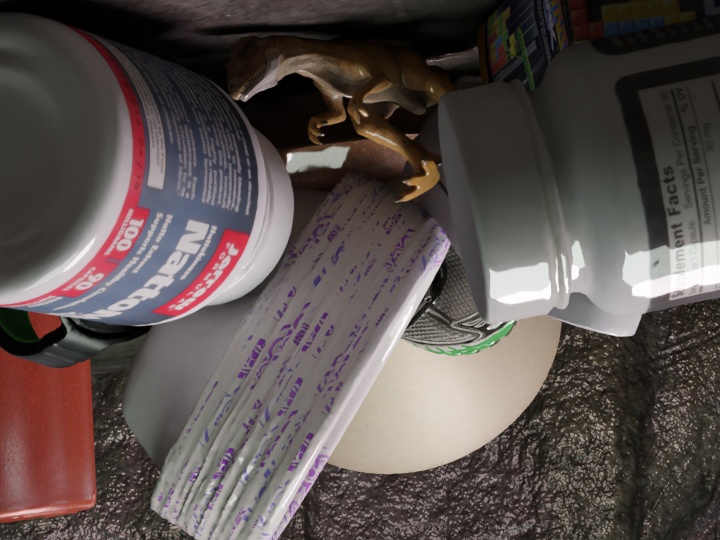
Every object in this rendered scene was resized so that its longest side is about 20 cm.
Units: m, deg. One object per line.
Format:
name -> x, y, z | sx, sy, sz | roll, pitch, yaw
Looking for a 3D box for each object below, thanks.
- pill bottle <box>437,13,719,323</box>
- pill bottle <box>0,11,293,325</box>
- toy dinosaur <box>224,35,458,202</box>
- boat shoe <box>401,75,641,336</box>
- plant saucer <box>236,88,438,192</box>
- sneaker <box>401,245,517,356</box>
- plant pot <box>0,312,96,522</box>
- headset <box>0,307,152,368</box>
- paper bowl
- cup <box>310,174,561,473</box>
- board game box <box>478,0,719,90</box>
pill bottle -> 0.137, -0.045, 1.074 | 0.199, 0.113, 0.113 | -11, 175, -3
pill bottle -> -0.109, -0.037, 1.154 | 0.119, 0.120, 0.200 | -11, 171, 23
toy dinosaur -> 0.019, -0.088, 1.259 | 0.060, 0.106, 0.200 | -51, 153, 21
boat shoe -> 0.078, -0.036, 1.270 | 0.073, 0.065, 0.200 | 9, -158, -33
plant saucer -> -0.027, -0.070, 1.446 | 0.200, 0.037, 0.200 | -8, 175, -1
sneaker -> 0.000, 0.000, 1.449 | 0.200, 0.078, 0.085 | 8, 180, 32
plant pot -> -0.240, 0.054, 1.571 | 0.200, 0.196, 0.201 | -9, 175, -1
headset -> -0.135, -0.032, 1.335 | 0.094, 0.124, 0.200 | 21, 142, -38
paper bowl -> -0.044, 0.038, 1.330 | 0.104, 0.201, 0.201 | 32, 176, 3
cup -> 0.011, 0.002, 1.596 | 0.200, 0.201, 0.143 | -9, 149, 10
board game box -> 0.167, -0.112, 1.198 | 0.199, 0.057, 0.165 | -7, 172, -11
